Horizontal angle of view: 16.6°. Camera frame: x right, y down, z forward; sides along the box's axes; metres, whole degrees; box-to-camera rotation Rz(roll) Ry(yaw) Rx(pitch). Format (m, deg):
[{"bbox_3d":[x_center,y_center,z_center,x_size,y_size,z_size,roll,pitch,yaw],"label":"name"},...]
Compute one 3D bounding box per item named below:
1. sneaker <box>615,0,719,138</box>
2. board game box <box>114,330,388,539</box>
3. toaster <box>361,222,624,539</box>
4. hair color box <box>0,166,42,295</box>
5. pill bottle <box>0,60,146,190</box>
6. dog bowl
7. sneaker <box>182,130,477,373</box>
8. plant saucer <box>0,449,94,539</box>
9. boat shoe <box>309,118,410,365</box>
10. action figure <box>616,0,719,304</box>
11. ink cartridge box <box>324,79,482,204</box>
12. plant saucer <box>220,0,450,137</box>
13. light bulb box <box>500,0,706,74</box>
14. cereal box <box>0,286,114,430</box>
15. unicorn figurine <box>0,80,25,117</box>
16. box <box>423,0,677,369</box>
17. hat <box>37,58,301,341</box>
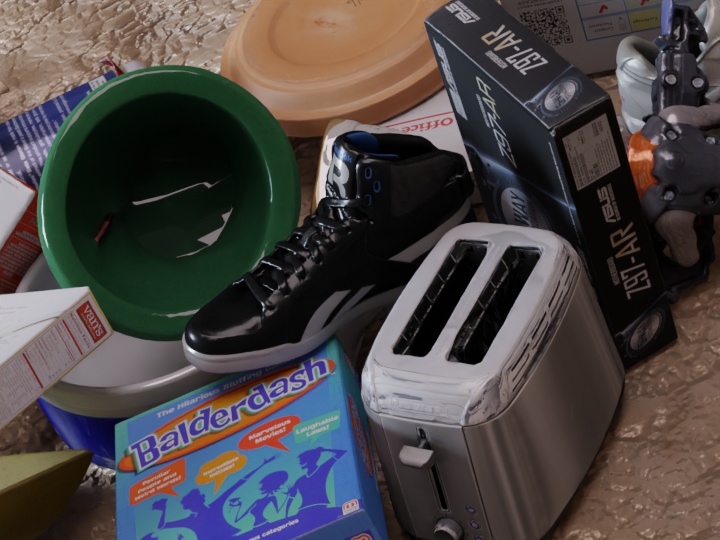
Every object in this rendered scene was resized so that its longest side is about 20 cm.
[{"bbox_3d":[0.261,-0.138,1.624,0.199,0.100,0.078,-14,36,9],"label":"sneaker"},{"bbox_3d":[-0.066,0.127,1.430,0.152,0.045,0.200,-24,27,6],"label":"board game box"},{"bbox_3d":[0.082,0.062,1.461,0.113,0.129,0.200,9,48,31],"label":"toaster"},{"bbox_3d":[-0.300,0.011,1.657,0.111,0.064,0.200,33,88,20],"label":"hair color box"},{"bbox_3d":[-0.222,-0.059,1.749,0.200,0.111,0.111,-26,40,-5],"label":"pill bottle"},{"bbox_3d":[-0.127,0.035,1.625,0.199,0.079,0.200,-12,40,11],"label":"dog bowl"},{"bbox_3d":[-0.025,-0.023,1.483,0.200,0.112,0.073,-23,35,-18],"label":"sneaker"},{"bbox_3d":[-0.291,0.162,1.516,0.199,0.049,0.200,-6,8,28],"label":"plant saucer"},{"bbox_3d":[0.000,0.000,1.572,0.069,0.071,0.201,5,77,13],"label":"boat shoe"},{"bbox_3d":[0.231,-0.087,1.536,0.193,0.105,0.201,-4,78,-2],"label":"action figure"},{"bbox_3d":[0.039,-0.099,1.708,0.115,0.068,0.200,-12,40,14],"label":"ink cartridge box"},{"bbox_3d":[-0.006,-0.171,1.734,0.200,0.032,0.201,-14,40,12],"label":"plant saucer"},{"bbox_3d":[0.185,-0.258,1.717,0.198,0.200,0.125,-10,39,14],"label":"light bulb box"},{"bbox_3d":[-0.263,0.081,1.502,0.144,0.040,0.200,-5,30,48],"label":"cereal box"},{"bbox_3d":[-0.325,-0.096,1.879,0.137,0.074,0.200,-45,30,-12],"label":"unicorn figurine"},{"bbox_3d":[0.118,-0.057,1.522,0.043,0.200,0.160,-30,41,-11],"label":"box"},{"bbox_3d":[-0.121,-0.044,1.629,0.165,0.176,0.201,13,82,-1],"label":"hat"}]
